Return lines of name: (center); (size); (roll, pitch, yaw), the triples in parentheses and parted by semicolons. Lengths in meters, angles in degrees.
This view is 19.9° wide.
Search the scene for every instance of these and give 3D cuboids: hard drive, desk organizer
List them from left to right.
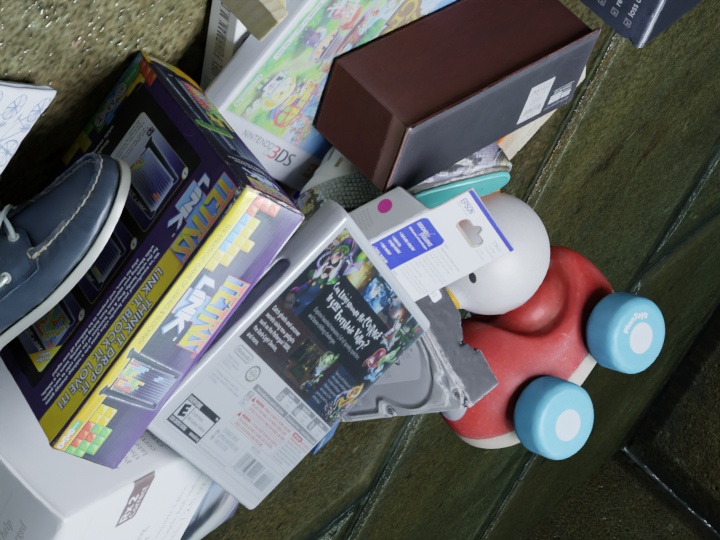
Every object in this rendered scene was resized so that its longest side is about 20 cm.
hard drive: (0.007, 0.045, 1.553); (0.038, 0.141, 0.199); (-35, -168, -28)
desk organizer: (0.068, -0.133, 1.431); (0.199, 0.077, 0.072); (-29, 153, -36)

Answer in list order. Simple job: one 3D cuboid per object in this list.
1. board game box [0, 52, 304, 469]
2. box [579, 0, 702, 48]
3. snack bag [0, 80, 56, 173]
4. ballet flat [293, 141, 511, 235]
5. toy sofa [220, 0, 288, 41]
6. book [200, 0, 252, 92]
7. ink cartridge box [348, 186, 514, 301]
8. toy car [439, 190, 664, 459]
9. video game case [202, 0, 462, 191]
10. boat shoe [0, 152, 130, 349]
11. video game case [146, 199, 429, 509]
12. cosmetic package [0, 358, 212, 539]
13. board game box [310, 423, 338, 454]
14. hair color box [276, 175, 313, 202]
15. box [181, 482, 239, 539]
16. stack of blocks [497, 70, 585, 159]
board game box: (-0.143, -0.008, 1.262); (0.057, 0.166, 0.200); (26, 108, -44)
box: (0.181, -0.299, 1.391); (0.124, 0.196, 0.201); (-38, 161, -36)
snack bag: (-0.268, -0.038, 1.127); (0.189, 0.021, 0.200); (-52, 164, 11)
ballet flat: (0.011, -0.064, 1.452); (0.199, 0.072, 0.072); (-19, 152, -25)
toy sofa: (-0.023, -0.242, 1.228); (0.200, 0.098, 0.083); (-47, -173, -9)
book: (-0.048, -0.166, 1.374); (0.133, 0.048, 0.201); (-36, 159, -30)
ink cartridge box: (0.000, 0.000, 1.408); (0.199, 0.037, 0.095); (-26, 147, 10)
toy car: (0.100, 0.018, 1.605); (0.177, 0.184, 0.201); (-47, 122, -18)
video game case: (-0.016, -0.149, 1.382); (0.200, 0.022, 0.182); (-50, 158, 7)
boat shoe: (-0.218, -0.003, 1.240); (0.200, 0.062, 0.075); (-43, -151, 21)
video game case: (-0.047, 0.061, 1.346); (0.182, 0.023, 0.200); (-45, 152, -4)
cosmetic package: (-0.219, 0.136, 1.395); (0.200, 0.165, 0.166); (-26, 152, -53)
board game box: (-0.048, 0.041, 1.680); (0.034, 0.135, 0.201); (-41, 163, -47)
hair color box: (0.019, -0.117, 1.541); (0.200, 0.065, 0.109); (-51, -161, -3)
box: (-0.169, 0.144, 1.628); (0.198, 0.123, 0.201); (-34, 159, -46)
stack of blocks: (0.075, -0.131, 1.649); (0.200, 0.115, 0.059); (-47, 164, -10)
